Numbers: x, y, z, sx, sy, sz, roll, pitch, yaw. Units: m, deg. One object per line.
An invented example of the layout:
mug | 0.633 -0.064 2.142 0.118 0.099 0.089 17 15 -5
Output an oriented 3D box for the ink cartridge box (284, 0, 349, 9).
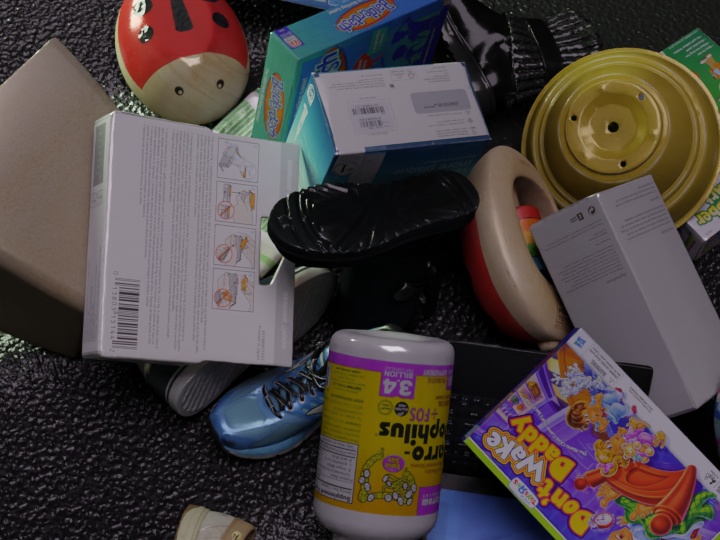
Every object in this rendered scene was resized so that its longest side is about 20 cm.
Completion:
ink cartridge box | -0.084 -0.339 1.369 0.199 0.077 0.137 11 26 4

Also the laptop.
laptop | 0.146 0.178 1.082 0.176 0.201 0.103 8 22 2

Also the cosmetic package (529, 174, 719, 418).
cosmetic package | 0.245 0.027 1.141 0.107 0.085 0.201 -17 83 -49

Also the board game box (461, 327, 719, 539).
board game box | 0.199 0.165 1.054 0.134 0.045 0.200 -44 86 -1

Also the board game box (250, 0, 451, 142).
board game box | -0.010 -0.193 1.252 0.200 0.152 0.045 -29 64 -32

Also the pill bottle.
pill bottle | 0.017 0.152 1.054 0.104 0.104 0.201 6 92 -2

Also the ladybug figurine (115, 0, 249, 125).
ladybug figurine | -0.186 -0.243 1.334 0.135 0.072 0.201 -16 61 -14

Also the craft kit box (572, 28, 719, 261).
craft kit box | 0.346 -0.135 1.333 0.200 0.049 0.198 -34 70 -22

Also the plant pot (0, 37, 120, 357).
plant pot | -0.273 -0.043 1.142 0.177 0.200 0.200 38 62 1

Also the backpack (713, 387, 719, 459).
backpack | 0.407 0.129 1.098 0.199 0.178 0.151 -25 23 -12

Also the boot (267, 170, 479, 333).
boot | 0.000 0.000 1.133 0.199 0.168 0.077 -13 54 -28

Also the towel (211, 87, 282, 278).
towel | -0.111 -0.082 1.271 0.152 0.023 0.200 35 62 15

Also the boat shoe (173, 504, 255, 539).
boat shoe | -0.128 0.282 1.019 0.066 0.074 0.201 7 58 5

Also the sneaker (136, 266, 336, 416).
sneaker | -0.113 0.044 1.163 0.079 0.079 0.200 35 54 30

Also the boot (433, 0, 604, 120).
boot | 0.153 -0.260 1.367 0.157 0.079 0.212 -21 73 -9

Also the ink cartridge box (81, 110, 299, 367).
ink cartridge box | -0.140 -0.020 1.088 0.176 0.045 0.201 7 80 -32

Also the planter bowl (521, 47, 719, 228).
planter bowl | 0.247 -0.129 1.244 0.199 0.083 0.201 -2 81 16

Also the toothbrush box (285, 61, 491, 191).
toothbrush box | 0.011 -0.096 1.173 0.146 0.200 0.086 -7 67 -20

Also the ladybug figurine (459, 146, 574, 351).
ladybug figurine | 0.142 -0.016 1.197 0.072 0.136 0.201 -26 61 31

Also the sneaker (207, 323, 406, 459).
sneaker | -0.043 0.094 1.131 0.199 0.090 0.079 -24 63 -17
